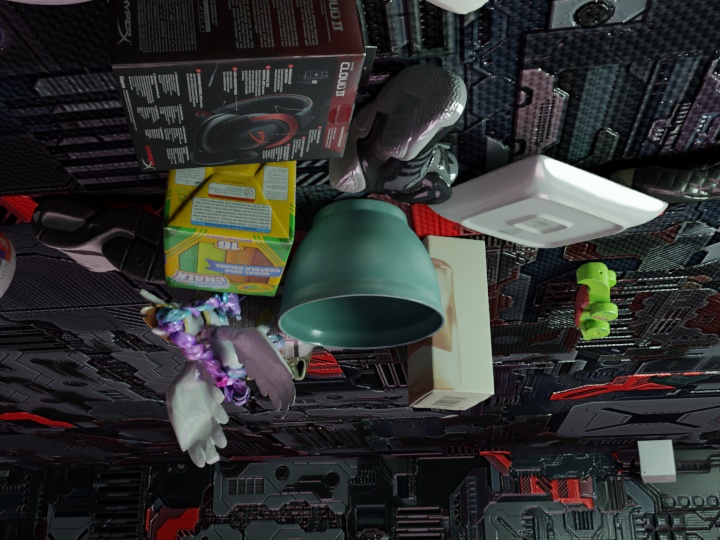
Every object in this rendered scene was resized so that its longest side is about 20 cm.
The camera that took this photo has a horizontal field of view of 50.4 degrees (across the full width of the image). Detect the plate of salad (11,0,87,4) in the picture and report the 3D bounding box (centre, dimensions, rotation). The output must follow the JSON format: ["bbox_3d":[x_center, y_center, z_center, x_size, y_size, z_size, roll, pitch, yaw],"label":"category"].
[{"bbox_3d":[-0.227,-0.225,0.469,0.194,0.049,0.201,0,157,0],"label":"plate of salad"}]

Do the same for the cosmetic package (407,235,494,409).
[{"bbox_3d":[0.112,0.070,1.000,0.085,0.206,0.104,6,157,-13],"label":"cosmetic package"}]

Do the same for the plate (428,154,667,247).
[{"bbox_3d":[0.201,-0.064,0.853,0.195,0.033,0.198,13,166,-29],"label":"plate"}]

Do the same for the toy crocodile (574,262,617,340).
[{"bbox_3d":[0.345,0.051,1.144,0.060,0.069,0.201,1,157,10],"label":"toy crocodile"}]

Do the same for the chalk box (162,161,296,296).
[{"bbox_3d":[-0.138,-0.052,0.794,0.121,0.127,0.201,4,158,-11],"label":"chalk box"}]

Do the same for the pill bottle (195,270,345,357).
[{"bbox_3d":[-0.119,0.058,1.033,0.194,0.120,0.117,1,159,-3],"label":"pill bottle"}]

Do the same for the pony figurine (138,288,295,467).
[{"bbox_3d":[-0.155,0.092,0.866,0.165,0.196,0.200,-34,177,17],"label":"pony figurine"}]

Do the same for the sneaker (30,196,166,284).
[{"bbox_3d":[-0.280,-0.029,0.918,0.195,0.078,0.116,17,169,3],"label":"sneaker"}]

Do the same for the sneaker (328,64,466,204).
[{"bbox_3d":[0.058,-0.119,0.710,0.111,0.078,0.199,11,161,-29],"label":"sneaker"}]

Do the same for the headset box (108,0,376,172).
[{"bbox_3d":[-0.084,-0.150,0.596,0.194,0.077,0.149,-6,160,-10],"label":"headset box"}]

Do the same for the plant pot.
[{"bbox_3d":[0.000,0.000,0.913,0.194,0.138,0.201,-1,159,0],"label":"plant pot"}]

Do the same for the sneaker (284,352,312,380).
[{"bbox_3d":[-0.133,0.132,1.317,0.069,0.078,0.200,-9,157,21],"label":"sneaker"}]

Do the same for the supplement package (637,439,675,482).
[{"bbox_3d":[0.986,0.635,2.543,0.107,0.117,0.200,-7,158,20],"label":"supplement package"}]

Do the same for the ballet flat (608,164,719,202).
[{"bbox_3d":[0.364,-0.102,0.809,0.194,0.059,0.066,-1,-178,17],"label":"ballet flat"}]

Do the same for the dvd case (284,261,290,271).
[{"bbox_3d":[-0.122,0.033,1.150,0.139,0.018,0.199,10,155,-26],"label":"dvd case"}]

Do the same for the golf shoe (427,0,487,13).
[{"bbox_3d":[0.019,-0.204,0.469,0.071,0.095,0.198,-20,153,37],"label":"golf shoe"}]

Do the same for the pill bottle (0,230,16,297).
[{"bbox_3d":[-0.486,-0.034,0.846,0.108,0.115,0.201,-5,158,11],"label":"pill bottle"}]
